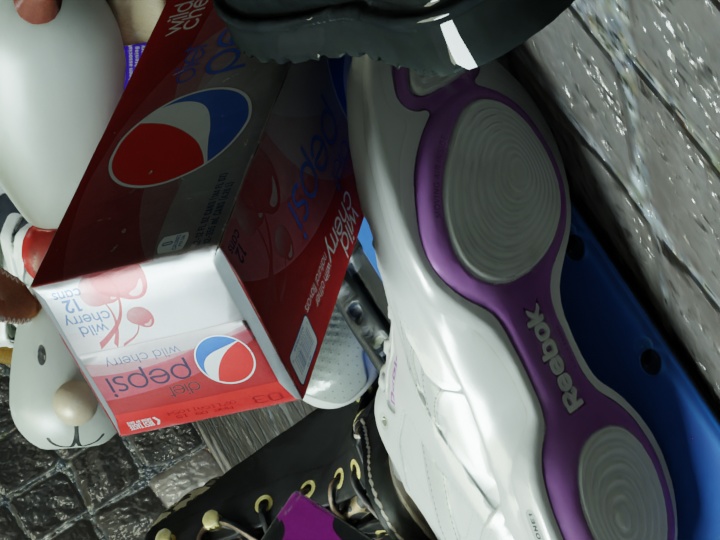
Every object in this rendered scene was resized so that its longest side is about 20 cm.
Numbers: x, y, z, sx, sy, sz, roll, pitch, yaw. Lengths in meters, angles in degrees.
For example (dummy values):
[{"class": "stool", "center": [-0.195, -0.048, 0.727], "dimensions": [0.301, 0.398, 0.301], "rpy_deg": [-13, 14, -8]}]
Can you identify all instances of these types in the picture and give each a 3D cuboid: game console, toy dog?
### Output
[{"class": "game console", "center": [0.082, 0.038, 0.954], "dimensions": [0.201, 0.118, 0.170], "rpy_deg": [58, -157, 17]}, {"class": "toy dog", "center": [-0.102, -0.037, 0.932], "dimensions": [0.201, 0.131, 0.096], "rpy_deg": [64, 176, -13]}]

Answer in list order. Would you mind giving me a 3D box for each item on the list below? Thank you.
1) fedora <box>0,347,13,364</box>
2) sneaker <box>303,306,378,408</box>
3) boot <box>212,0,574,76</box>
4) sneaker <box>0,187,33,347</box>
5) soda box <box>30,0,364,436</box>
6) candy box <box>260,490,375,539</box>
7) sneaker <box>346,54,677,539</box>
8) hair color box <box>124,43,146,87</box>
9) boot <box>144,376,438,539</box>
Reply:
[{"class": "fedora", "center": [-0.134, -0.043, 1.242], "dimensions": [0.201, 0.199, 0.082], "rpy_deg": [68, -173, -45]}, {"class": "sneaker", "center": [0.000, 0.000, 1.109], "dimensions": [0.080, 0.070, 0.201], "rpy_deg": [48, -162, -24]}, {"class": "boot", "center": [-0.022, -0.141, 0.766], "dimensions": [0.163, 0.073, 0.198], "rpy_deg": [60, 165, -18]}, {"class": "sneaker", "center": [-0.131, 0.004, 1.046], "dimensions": [0.130, 0.198, 0.080], "rpy_deg": [-141, 48, -67]}, {"class": "soda box", "center": [-0.038, -0.039, 0.878], "dimensions": [0.064, 0.070, 0.201], "rpy_deg": [62, -151, -31]}, {"class": "candy box", "center": [0.043, 0.165, 0.939], "dimensions": [0.136, 0.061, 0.200], "rpy_deg": [30, 169, 30]}, {"class": "sneaker", "center": [0.027, 0.020, 0.864], "dimensions": [0.099, 0.075, 0.201], "rpy_deg": [-15, 94, 51]}, {"class": "hair color box", "center": [-0.116, -0.078, 1.073], "dimensions": [0.109, 0.199, 0.065], "rpy_deg": [-148, 56, -60]}, {"class": "boot", "center": [-0.011, 0.095, 1.060], "dimensions": [0.073, 0.150, 0.200], "rpy_deg": [53, -168, -11]}]
